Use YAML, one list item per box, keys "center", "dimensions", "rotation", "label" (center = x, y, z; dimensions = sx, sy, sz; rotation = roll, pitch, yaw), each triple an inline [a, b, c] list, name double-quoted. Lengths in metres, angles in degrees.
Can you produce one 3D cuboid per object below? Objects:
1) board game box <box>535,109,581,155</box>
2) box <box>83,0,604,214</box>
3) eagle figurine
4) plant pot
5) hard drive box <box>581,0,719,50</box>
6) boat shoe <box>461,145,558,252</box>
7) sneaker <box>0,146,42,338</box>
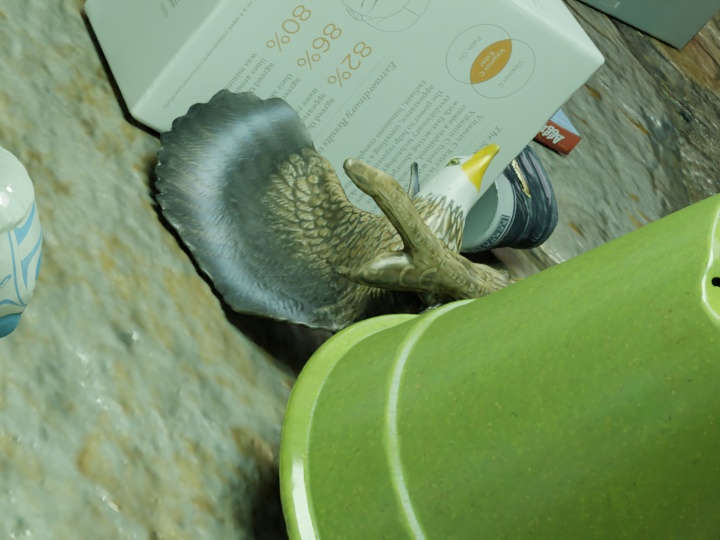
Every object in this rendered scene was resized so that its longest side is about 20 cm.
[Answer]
- center: [0.059, -0.147, 1.682]
  dimensions: [0.200, 0.019, 0.103]
  rotation: [25, 26, -41]
  label: "board game box"
- center: [-0.009, -0.119, 1.264]
  dimensions: [0.200, 0.152, 0.106]
  rotation: [28, 21, -37]
  label: "box"
- center: [0.006, -0.004, 1.127]
  dimensions: [0.200, 0.151, 0.152]
  rotation: [15, -58, 60]
  label: "eagle figurine"
- center: [0.104, 0.063, 0.921]
  dimensions: [0.200, 0.190, 0.200]
  rotation: [25, 47, -29]
  label: "plant pot"
- center: [0.223, -0.296, 2.265]
  dimensions: [0.200, 0.077, 0.156]
  rotation: [16, 31, -52]
  label: "hard drive box"
- center: [0.031, -0.088, 1.423]
  dimensions: [0.200, 0.071, 0.091]
  rotation: [56, 21, 19]
  label: "boat shoe"
- center: [-0.183, -0.042, 0.899]
  dimensions: [0.072, 0.073, 0.200]
  rotation: [-16, 42, -36]
  label: "sneaker"
